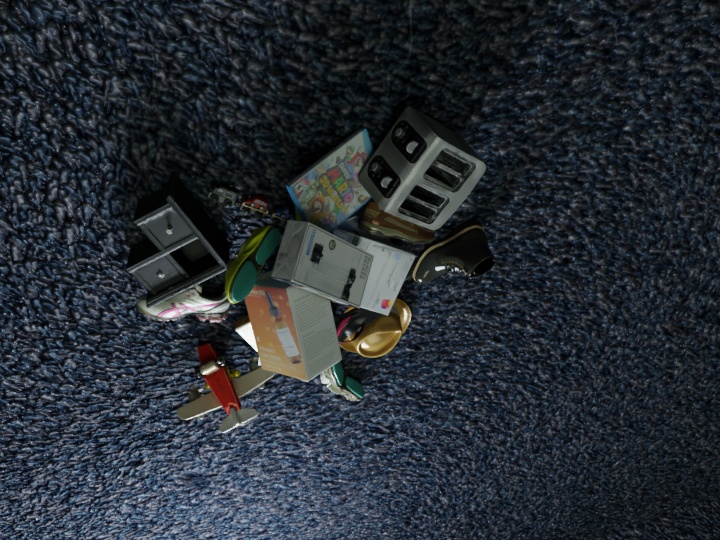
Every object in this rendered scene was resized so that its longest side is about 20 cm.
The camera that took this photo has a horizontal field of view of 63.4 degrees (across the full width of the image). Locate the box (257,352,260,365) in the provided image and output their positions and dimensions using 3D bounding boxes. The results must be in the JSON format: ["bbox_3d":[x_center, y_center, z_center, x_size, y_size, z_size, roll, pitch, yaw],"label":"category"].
[{"bbox_3d":[-0.168,0.139,1.369,0.136,0.040,0.201,2,126,-13],"label":"box"}]

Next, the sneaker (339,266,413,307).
[{"bbox_3d":[0.027,0.029,1.366,0.199,0.071,0.082,-19,160,-5],"label":"sneaker"}]

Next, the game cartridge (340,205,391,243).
[{"bbox_3d":[-0.044,-0.056,1.288,0.199,0.041,0.134,-29,125,11],"label":"game cartridge"}]

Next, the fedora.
[{"bbox_3d":[0.039,0.153,1.436,0.199,0.082,0.202,-10,130,-12],"label":"fedora"}]

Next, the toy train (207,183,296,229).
[{"bbox_3d":[-0.212,-0.132,1.188,0.199,0.034,0.046,19,111,-27],"label":"toy train"}]

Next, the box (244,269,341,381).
[{"bbox_3d":[-0.143,0.107,1.214,0.106,0.152,0.201,-26,111,-43],"label":"box"}]

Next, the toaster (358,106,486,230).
[{"bbox_3d":[0.125,-0.192,1.146,0.199,0.119,0.181,17,122,-40],"label":"toaster"}]

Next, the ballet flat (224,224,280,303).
[{"bbox_3d":[-0.230,-0.016,1.171,0.067,0.201,0.067,7,140,25],"label":"ballet flat"}]

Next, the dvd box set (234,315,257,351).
[{"bbox_3d":[-0.180,0.132,1.408,0.199,0.029,0.147,-28,129,11],"label":"dvd box set"}]

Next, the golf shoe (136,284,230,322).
[{"bbox_3d":[-0.385,0.060,1.280,0.199,0.073,0.093,3,122,-28],"label":"golf shoe"}]

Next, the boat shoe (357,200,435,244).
[{"bbox_3d":[0.086,-0.104,1.246,0.199,0.075,0.074,8,99,-40],"label":"boat shoe"}]

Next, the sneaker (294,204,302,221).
[{"bbox_3d":[-0.091,-0.090,1.201,0.084,0.074,0.201,-17,129,-39],"label":"sneaker"}]

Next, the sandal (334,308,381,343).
[{"bbox_3d":[-0.025,0.132,1.354,0.199,0.045,0.075,-34,131,8],"label":"sandal"}]

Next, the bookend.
[{"bbox_3d":[-0.398,-0.056,1.165,0.198,0.092,0.200,-25,129,7],"label":"bookend"}]

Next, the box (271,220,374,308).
[{"bbox_3d":[-0.067,-0.009,1.127,0.200,0.060,0.117,27,76,-47],"label":"box"}]

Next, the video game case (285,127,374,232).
[{"bbox_3d":[-0.042,-0.166,1.146,0.200,0.018,0.144,-41,133,-20],"label":"video game case"}]

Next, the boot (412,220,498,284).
[{"bbox_3d":[0.208,-0.009,1.318,0.077,0.139,0.200,31,116,-32],"label":"boot"}]

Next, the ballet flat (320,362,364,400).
[{"bbox_3d":[-0.062,0.293,1.551,0.075,0.068,0.200,-16,134,21],"label":"ballet flat"}]

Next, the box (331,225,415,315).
[{"bbox_3d":[0.000,0.000,1.268,0.199,0.041,0.157,17,108,-21],"label":"box"}]

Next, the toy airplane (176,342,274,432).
[{"bbox_3d":[-0.327,0.291,1.432,0.199,0.141,0.200,18,91,-9],"label":"toy airplane"}]
